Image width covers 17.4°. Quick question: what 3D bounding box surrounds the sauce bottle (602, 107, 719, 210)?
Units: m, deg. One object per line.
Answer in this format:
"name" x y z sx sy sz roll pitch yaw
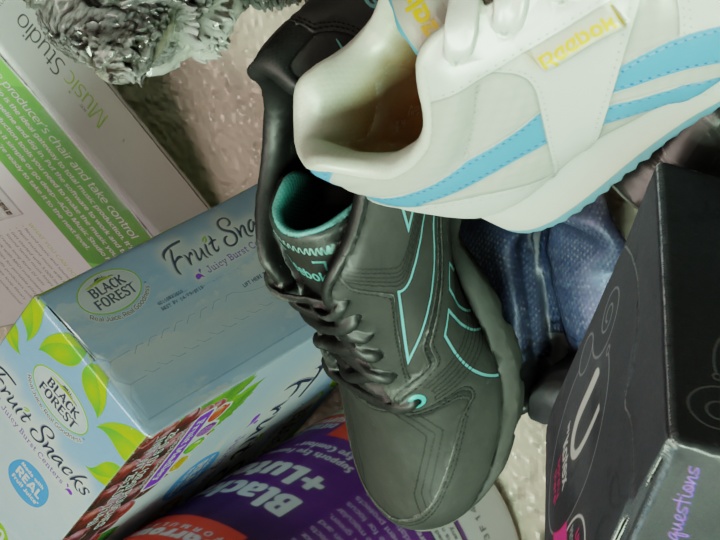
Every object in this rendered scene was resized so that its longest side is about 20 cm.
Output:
"sauce bottle" 0.134 -0.096 0.631 0.065 0.065 0.200 46 122 17

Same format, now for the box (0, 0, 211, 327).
"box" -0.165 -0.041 0.955 0.200 0.036 0.144 -10 127 45

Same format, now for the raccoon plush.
"raccoon plush" -0.051 -0.152 0.766 0.097 0.134 0.200 27 125 32

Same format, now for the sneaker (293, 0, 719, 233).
"sneaker" 0.056 -0.075 0.612 0.200 0.081 0.077 -48 47 44

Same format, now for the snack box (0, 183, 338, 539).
"snack box" -0.082 0.056 0.867 0.068 0.169 0.200 50 132 9

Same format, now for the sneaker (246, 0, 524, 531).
"sneaker" 0.000 0.000 0.747 0.075 0.079 0.200 16 123 38

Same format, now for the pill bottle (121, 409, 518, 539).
"pill bottle" -0.041 0.134 0.841 0.111 0.200 0.112 18 121 34

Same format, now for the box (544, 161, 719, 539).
"box" 0.157 0.068 0.629 0.200 0.122 0.106 15 126 -6

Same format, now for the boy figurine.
"boy figurine" 0.049 -0.051 0.776 0.124 0.064 0.200 2 113 44
